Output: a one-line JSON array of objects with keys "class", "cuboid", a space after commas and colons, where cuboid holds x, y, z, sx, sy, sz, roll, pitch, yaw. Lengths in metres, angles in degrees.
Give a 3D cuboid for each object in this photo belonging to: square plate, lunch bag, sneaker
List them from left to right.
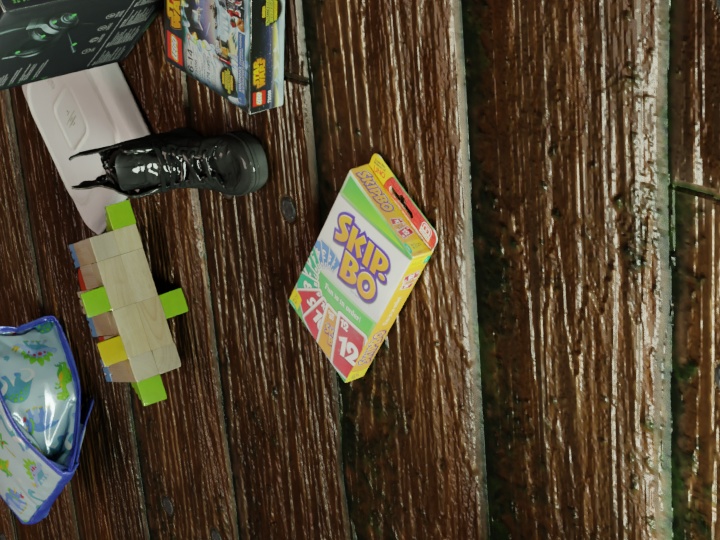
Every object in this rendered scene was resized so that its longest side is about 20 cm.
[{"class": "lunch bag", "cuboid": [-0.391, 0.179, 1.919, 0.170, 0.127, 0.201, -50, 55, 52]}, {"class": "square plate", "cuboid": [-0.290, -0.159, 1.691, 0.199, 0.028, 0.200, 63, 145, 11]}, {"class": "sneaker", "cuboid": [-0.177, -0.093, 1.493, 0.199, 0.104, 0.060, 15, 117, 51]}]

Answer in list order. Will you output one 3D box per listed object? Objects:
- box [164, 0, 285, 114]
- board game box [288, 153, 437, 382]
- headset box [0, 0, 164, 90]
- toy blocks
[{"class": "box", "cuboid": [-0.117, -0.250, 1.386, 0.137, 0.040, 0.201, 35, 133, 43]}, {"class": "board game box", "cuboid": [0.000, 0.000, 1.359, 0.096, 0.030, 0.200, 54, 141, 22]}, {"class": "headset box", "cuboid": [-0.289, -0.248, 1.489, 0.174, 0.199, 0.093, -39, 74, 56]}, {"class": "toy blocks", "cuboid": [-0.249, 0.036, 1.688, 0.137, 0.100, 0.201, -7, 101, 67]}]
